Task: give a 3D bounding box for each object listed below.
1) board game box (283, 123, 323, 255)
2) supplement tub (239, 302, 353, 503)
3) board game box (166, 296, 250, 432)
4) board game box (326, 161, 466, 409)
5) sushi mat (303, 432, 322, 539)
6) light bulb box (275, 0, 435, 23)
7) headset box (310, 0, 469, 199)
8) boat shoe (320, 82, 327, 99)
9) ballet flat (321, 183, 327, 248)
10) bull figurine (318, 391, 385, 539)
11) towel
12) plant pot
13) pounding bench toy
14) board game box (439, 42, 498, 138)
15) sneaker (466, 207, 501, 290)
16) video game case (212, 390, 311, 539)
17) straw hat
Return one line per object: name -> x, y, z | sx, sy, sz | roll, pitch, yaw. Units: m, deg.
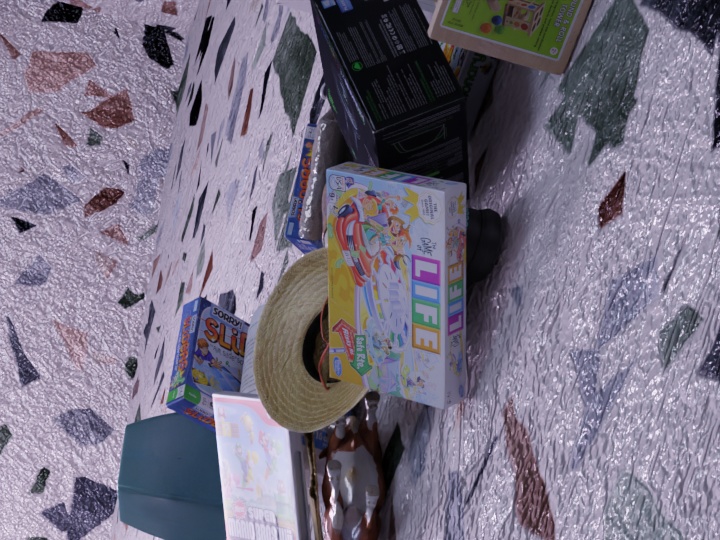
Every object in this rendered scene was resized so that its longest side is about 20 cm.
board game box -> -0.039, -0.082, 2.022 | 0.200, 0.034, 0.136 | 47, -126, -74
supplement tub -> -0.071, 0.147, 1.905 | 0.132, 0.131, 0.201 | 126, 154, -58
board game box -> -0.130, 0.135, 1.992 | 0.034, 0.200, 0.136 | -26, 46, 39
board game box -> 0.032, 0.012, 1.534 | 0.134, 0.034, 0.201 | 12, 112, 37
sushi mat -> -0.045, 0.260, 1.779 | 0.096, 0.012, 0.201 | -96, 1, -46
light bulb box -> 0.032, -0.368, 1.832 | 0.125, 0.197, 0.201 | 161, 122, -72
headset box -> 0.029, -0.161, 1.625 | 0.200, 0.092, 0.175 | 80, 168, -64
boat shoe -> -0.006, -0.220, 2.082 | 0.202, 0.086, 0.075 | -124, 49, -72
ballet flat -> 0.000, 0.000, 1.750 | 0.067, 0.068, 0.201 | -63, -38, -50
bull figurine -> -0.008, 0.197, 1.717 | 0.122, 0.065, 0.201 | 91, 175, -47
towel -> -0.029, -0.117, 1.856 | 0.200, 0.034, 0.133 | -55, -25, -73
plant pot -> -0.192, 0.254, 2.087 | 0.142, 0.199, 0.142 | 96, 178, -54
pounding bench toy -> 0.139, -0.303, 1.489 | 0.156, 0.124, 0.201 | -101, 28, -61
board game box -> 0.116, -0.243, 1.716 | 0.126, 0.034, 0.201 | -100, 26, -60
sneaker -> 0.065, 0.007, 1.597 | 0.200, 0.079, 0.076 | 115, 162, -44
video game case -> -0.101, 0.229, 1.782 | 0.143, 0.017, 0.201 | 0, 96, 54
straw hat -> -0.010, 0.076, 1.698 | 0.201, 0.085, 0.202 | -19, 63, 42
